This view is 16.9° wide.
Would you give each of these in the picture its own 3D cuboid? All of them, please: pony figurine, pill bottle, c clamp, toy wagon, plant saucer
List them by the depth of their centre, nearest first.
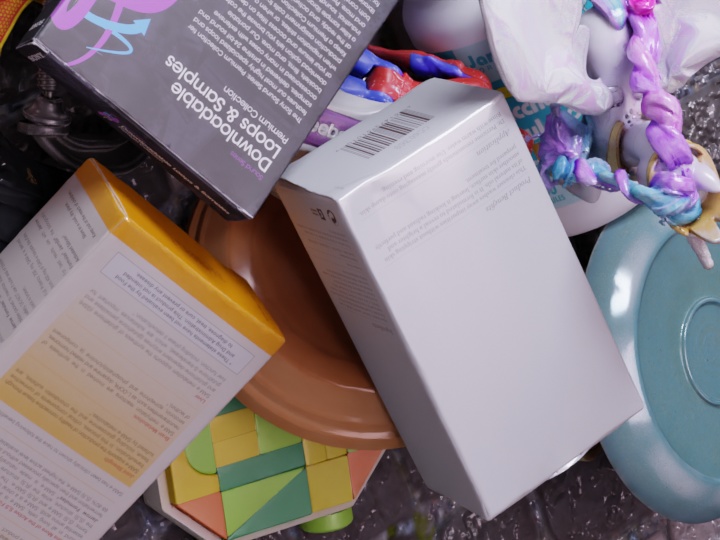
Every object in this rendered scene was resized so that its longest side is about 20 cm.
[{"bbox_3d":[0.133,-0.112,1.255,0.166,0.200,0.194,-16,111,-11],"label":"pony figurine"},{"bbox_3d":[-0.145,-0.143,1.257,0.171,0.027,0.201,-19,115,-59],"label":"c clamp"},{"bbox_3d":[0.000,0.000,1.345,0.199,0.037,0.201,5,64,-10],"label":"plant saucer"},{"bbox_3d":[-0.037,0.077,1.393,0.199,0.040,0.156,-15,104,-30],"label":"toy wagon"},{"bbox_3d":[0.095,-0.126,1.409,0.111,0.111,0.200,-41,115,-21],"label":"pill bottle"},{"bbox_3d":[0.202,0.049,1.440,0.200,0.027,0.201,9,77,-46],"label":"plant saucer"}]

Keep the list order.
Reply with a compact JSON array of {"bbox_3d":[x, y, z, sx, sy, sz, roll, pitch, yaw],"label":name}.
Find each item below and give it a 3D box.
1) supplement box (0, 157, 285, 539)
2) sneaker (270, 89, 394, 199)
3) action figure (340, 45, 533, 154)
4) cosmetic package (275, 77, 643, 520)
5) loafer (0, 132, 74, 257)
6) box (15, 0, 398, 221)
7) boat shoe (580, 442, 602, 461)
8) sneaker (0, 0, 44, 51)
[{"bbox_3d":[-0.155,0.060,1.251,0.200,0.074,0.126,-46,126,6],"label":"supplement box"},{"bbox_3d":[-0.024,-0.069,1.308,0.200,0.100,0.075,31,82,-24],"label":"sneaker"},{"bbox_3d":[0.004,-0.103,1.349,0.199,0.052,0.066,21,61,-4],"label":"action figure"},{"bbox_3d":[0.053,0.014,1.262,0.113,0.081,0.201,-32,113,-18],"label":"cosmetic package"},{"bbox_3d":[-0.182,-0.022,1.282,0.070,0.068,0.200,-36,134,22],"label":"loafer"},{"bbox_3d":[-0.061,-0.145,1.218,0.143,0.036,0.200,39,70,-18],"label":"box"},{"bbox_3d":[0.083,0.040,1.459,0.200,0.062,0.073,53,43,-28],"label":"boat shoe"},{"bbox_3d":[-0.225,-0.116,1.232,0.200,0.073,0.077,-34,109,-24],"label":"sneaker"}]
